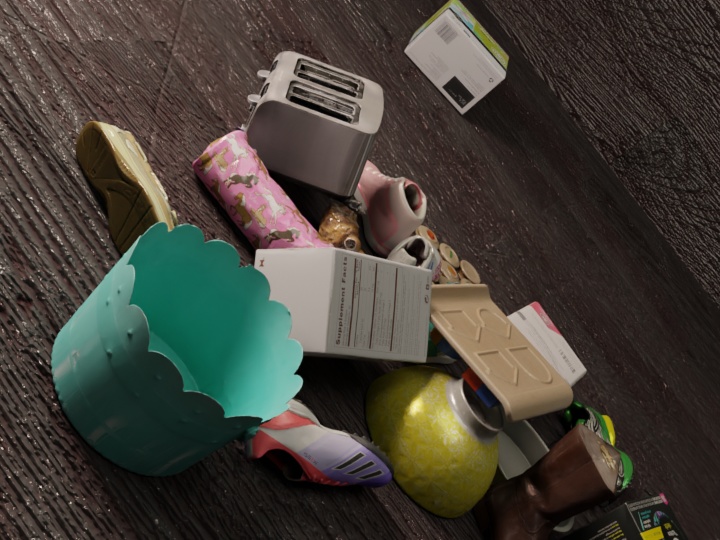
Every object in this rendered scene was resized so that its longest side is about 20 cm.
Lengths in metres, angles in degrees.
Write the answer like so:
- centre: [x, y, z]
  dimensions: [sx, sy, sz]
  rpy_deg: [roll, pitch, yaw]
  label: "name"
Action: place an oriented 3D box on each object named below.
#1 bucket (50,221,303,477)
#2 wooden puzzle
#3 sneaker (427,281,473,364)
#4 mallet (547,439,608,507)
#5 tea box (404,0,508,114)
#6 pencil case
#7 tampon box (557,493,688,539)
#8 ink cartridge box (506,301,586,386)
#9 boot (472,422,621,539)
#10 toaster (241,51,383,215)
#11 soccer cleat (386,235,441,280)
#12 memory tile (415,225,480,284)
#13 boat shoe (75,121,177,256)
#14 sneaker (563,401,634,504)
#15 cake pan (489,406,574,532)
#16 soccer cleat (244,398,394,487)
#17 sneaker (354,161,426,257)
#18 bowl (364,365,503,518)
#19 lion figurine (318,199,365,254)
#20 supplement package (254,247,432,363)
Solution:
- centre: [-0.164, 0.076, 0.889]
  dimensions: [0.207, 0.135, 0.207]
  rpy_deg: [38, 30, -26]
  label: "bucket"
- centre: [0.165, 0.106, 1.253]
  dimensions: [0.185, 0.046, 0.200]
  rpy_deg: [0, 48, -55]
  label: "wooden puzzle"
- centre: [0.136, 0.070, 1.403]
  dimensions: [0.200, 0.121, 0.084]
  rpy_deg: [-2, 58, -60]
  label: "sneaker"
- centre: [0.322, 0.306, 1.419]
  dimensions: [0.066, 0.041, 0.200]
  rpy_deg: [52, 1, -15]
  label: "mallet"
- centre: [0.226, -0.498, 2.275]
  dimensions: [0.200, 0.134, 0.197]
  rpy_deg: [45, 26, -13]
  label: "tea box"
- centre: [-0.120, -0.078, 1.227]
  dimensions: [0.086, 0.083, 0.200]
  rpy_deg: [-37, 88, -25]
  label: "pencil case"
- centre: [0.388, 0.428, 1.346]
  dimensions: [0.150, 0.126, 0.200]
  rpy_deg: [9, 49, -54]
  label: "tampon box"
- centre: [0.264, 0.141, 1.565]
  dimensions: [0.147, 0.083, 0.200]
  rpy_deg: [56, 25, 9]
  label: "ink cartridge box"
- centre: [0.245, 0.305, 1.184]
  dimensions: [0.064, 0.200, 0.187]
  rpy_deg: [13, 44, -52]
  label: "boot"
- centre: [-0.062, -0.196, 1.361]
  dimensions: [0.200, 0.119, 0.181]
  rpy_deg: [19, 34, -7]
  label: "toaster"
- centre: [0.088, -0.018, 1.462]
  dimensions: [0.070, 0.086, 0.200]
  rpy_deg: [34, 26, 8]
  label: "soccer cleat"
- centre: [0.143, 0.016, 1.607]
  dimensions: [0.153, 0.017, 0.200]
  rpy_deg: [42, 27, -20]
  label: "memory tile"
- centre: [-0.234, -0.075, 1.049]
  dimensions: [0.063, 0.073, 0.201]
  rpy_deg: [0, 49, -53]
  label: "boat shoe"
- centre: [0.368, 0.290, 1.570]
  dimensions: [0.085, 0.078, 0.200]
  rpy_deg: [31, 23, -23]
  label: "sneaker"
- centre: [0.220, 0.275, 1.360]
  dimensions: [0.200, 0.037, 0.200]
  rpy_deg: [42, 25, -24]
  label: "cake pan"
- centre: [-0.044, 0.196, 1.030]
  dimensions: [0.200, 0.068, 0.073]
  rpy_deg: [37, 53, -35]
  label: "soccer cleat"
- centre: [0.048, -0.121, 1.530]
  dimensions: [0.075, 0.105, 0.200]
  rpy_deg: [28, 33, -36]
  label: "sneaker"
- centre: [0.111, 0.191, 1.223]
  dimensions: [0.200, 0.108, 0.200]
  rpy_deg: [38, 29, -25]
  label: "bowl"
- centre: [0.000, 0.000, 1.350]
  dimensions: [0.122, 0.072, 0.200]
  rpy_deg: [-54, 119, -81]
  label: "lion figurine"
- centre: [-0.019, 0.044, 1.146]
  dimensions: [0.200, 0.117, 0.118]
  rpy_deg: [12, 81, -52]
  label: "supplement package"
